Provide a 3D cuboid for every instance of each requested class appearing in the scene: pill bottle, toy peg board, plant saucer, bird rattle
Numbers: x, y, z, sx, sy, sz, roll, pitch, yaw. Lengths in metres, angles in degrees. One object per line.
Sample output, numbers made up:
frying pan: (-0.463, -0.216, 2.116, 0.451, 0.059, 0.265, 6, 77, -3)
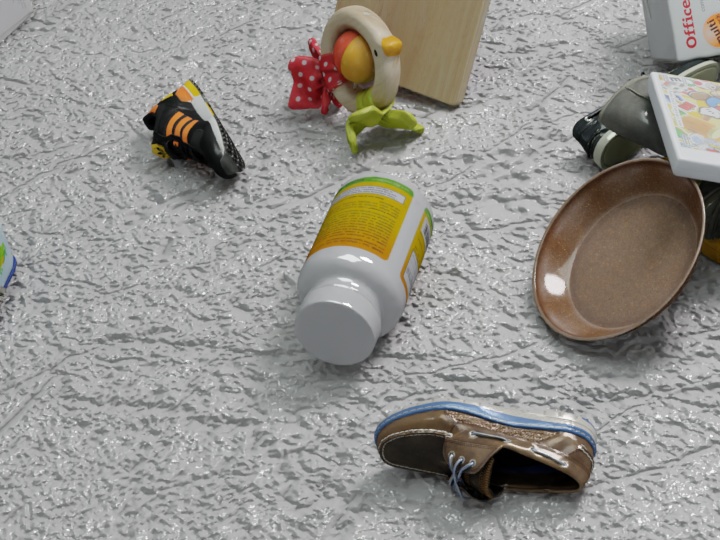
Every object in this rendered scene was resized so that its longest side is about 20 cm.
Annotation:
pill bottle: (0.000, 0.000, 1.657, 0.111, 0.111, 0.200, 2, 38, 18)
toy peg board: (0.083, -0.330, 2.024, 0.199, 0.201, 0.098, 24, 19, 27)
plant saucer: (0.258, -0.015, 1.606, 0.200, 0.037, 0.201, -27, 46, 32)
bird rattle: (-0.002, -0.237, 1.945, 0.112, 0.163, 0.200, -10, 42, -29)

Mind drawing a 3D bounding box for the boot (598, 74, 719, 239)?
boot: (0.328, -0.124, 1.693, 0.200, 0.073, 0.182, 38, 44, 27)

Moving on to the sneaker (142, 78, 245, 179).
sneaker: (-0.204, -0.152, 1.965, 0.090, 0.070, 0.200, -31, 38, -1)

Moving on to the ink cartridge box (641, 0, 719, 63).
ink cartridge box: (0.434, -0.330, 1.906, 0.199, 0.146, 0.145, -12, 9, 1)

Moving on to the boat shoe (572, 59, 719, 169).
boat shoe: (0.318, -0.189, 1.849, 0.199, 0.075, 0.066, -39, 55, -18)

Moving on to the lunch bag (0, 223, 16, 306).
lunch bag: (-0.488, 0.010, 1.807, 0.199, 0.083, 0.161, -4, 38, 11)

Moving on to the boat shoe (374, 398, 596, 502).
boat shoe: (0.106, 0.161, 1.447, 0.199, 0.072, 0.072, -2, 39, 13)

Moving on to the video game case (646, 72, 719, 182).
video game case: (0.389, -0.136, 1.648, 0.181, 0.023, 0.200, 9, 31, -4)

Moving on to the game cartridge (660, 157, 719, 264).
game cartridge: (0.404, -0.079, 1.714, 0.176, 0.033, 0.200, -26, 38, -18)

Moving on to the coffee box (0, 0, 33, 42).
coffee box: (-0.615, -0.401, 2.288, 0.197, 0.200, 0.200, 8, 41, 25)
